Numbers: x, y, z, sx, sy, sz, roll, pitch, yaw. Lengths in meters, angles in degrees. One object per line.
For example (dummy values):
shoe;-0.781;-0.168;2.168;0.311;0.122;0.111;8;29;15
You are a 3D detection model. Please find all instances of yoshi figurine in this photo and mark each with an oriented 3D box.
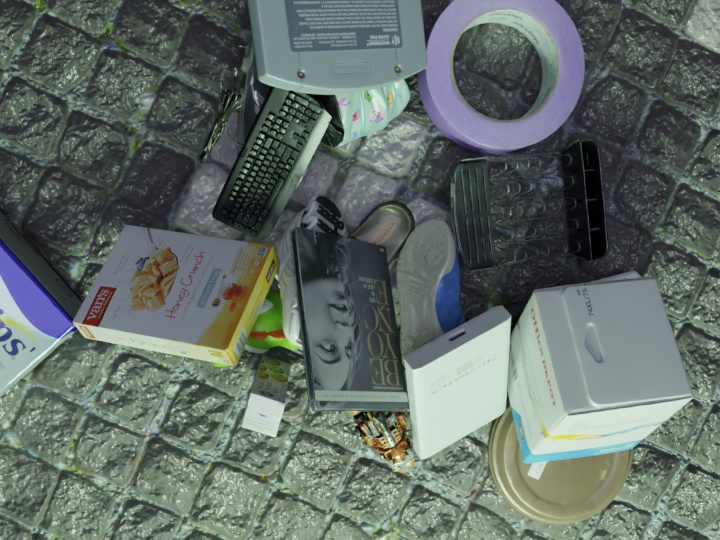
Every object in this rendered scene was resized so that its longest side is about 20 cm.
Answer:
yoshi figurine;-0.155;0.057;1.009;0.198;0.113;0.113;8;51;8

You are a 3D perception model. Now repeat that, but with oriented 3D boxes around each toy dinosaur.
toy dinosaur;0.009;0.143;0.989;0.101;0.136;0.202;-10;102;-7

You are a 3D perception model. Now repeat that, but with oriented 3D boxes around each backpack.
backpack;-0.031;-0.250;0.965;0.126;0.167;0.201;-26;101;-9

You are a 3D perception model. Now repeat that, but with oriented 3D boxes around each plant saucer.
plant saucer;0.265;0.237;1.077;0.198;0.029;0.202;0;94;-5

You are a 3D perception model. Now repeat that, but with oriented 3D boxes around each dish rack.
dish rack;0.208;-0.077;1.024;0.198;0.054;0.155;-8;93;-21

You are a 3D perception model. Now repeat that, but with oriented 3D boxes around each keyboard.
keyboard;-0.126;-0.134;0.946;0.126;0.021;0.201;29;122;-5

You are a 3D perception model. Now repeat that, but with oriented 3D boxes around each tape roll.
tape roll;0.173;-0.249;1.026;0.198;0.066;0.202;0;93;-5

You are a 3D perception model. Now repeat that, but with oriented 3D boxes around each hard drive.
hard drive;0.118;0.138;0.980;0.131;0.201;0.026;-27;52;-15

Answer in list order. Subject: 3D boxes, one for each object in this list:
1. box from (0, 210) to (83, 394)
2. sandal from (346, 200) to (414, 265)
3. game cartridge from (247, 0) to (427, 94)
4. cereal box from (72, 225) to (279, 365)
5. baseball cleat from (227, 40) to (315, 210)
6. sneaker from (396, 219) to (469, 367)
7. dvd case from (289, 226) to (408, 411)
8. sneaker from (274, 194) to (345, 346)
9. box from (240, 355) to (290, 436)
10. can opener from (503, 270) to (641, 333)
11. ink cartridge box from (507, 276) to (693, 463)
box;-0.454;0.054;0.960;0.200;0.105;0.184;-41;96;-3
sandal;0.000;0.000;1.025;0.082;0.055;0.200;39;88;-6
game cartridge;-0.022;-0.256;0.875;0.199;0.041;0.134;-10;93;-28
cereal box;-0.208;0.024;0.937;0.198;0.040;0.145;8;56;17
baseball cleat;-0.106;-0.174;1.008;0.105;0.070;0.202;3;102;-12
sneaker;0.099;0.045;1.031;0.076;0.111;0.202;-9;64;26
dvd case;-0.011;0.057;0.927;0.148;0.016;0.202;10;66;-46
sneaker;-0.067;0.007;0.970;0.081;0.201;0.075;-22;134;30
box;-0.106;0.140;0.950;0.041;0.200;0.039;17;94;-4
can opener;0.278;0.048;1.049;0.198;0.067;0.054;-14;93;-5
ink cartridge box;0.263;0.121;0.962;0.145;0.200;0.148;-6;64;-5
